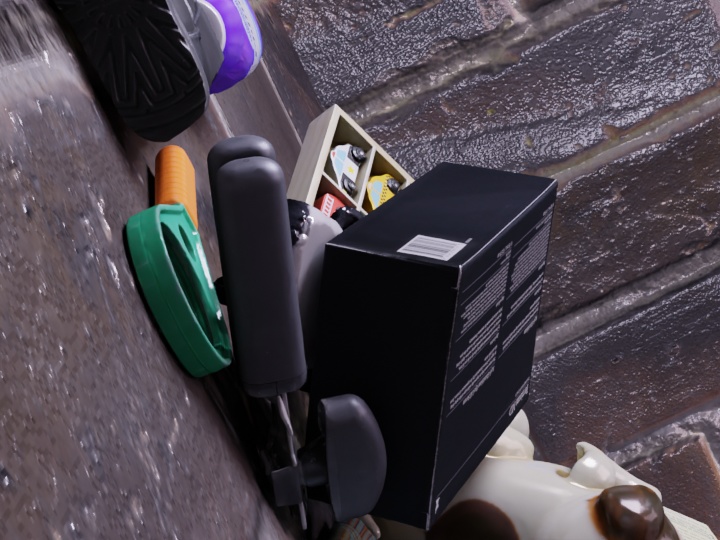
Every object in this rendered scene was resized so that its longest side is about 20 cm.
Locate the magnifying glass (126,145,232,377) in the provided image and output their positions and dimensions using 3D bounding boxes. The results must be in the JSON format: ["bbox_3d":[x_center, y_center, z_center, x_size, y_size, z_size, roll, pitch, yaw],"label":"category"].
[{"bbox_3d":[-0.089,-0.015,0.851,0.200,0.022,0.080,-109,173,-64],"label":"magnifying glass"}]

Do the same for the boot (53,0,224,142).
[{"bbox_3d":[-0.125,-0.165,0.957,0.200,0.065,0.166,-89,163,-74],"label":"boot"}]

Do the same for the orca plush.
[{"bbox_3d":[-0.042,0.011,0.933,0.071,0.106,0.200,20,-5,17],"label":"orca plush"}]

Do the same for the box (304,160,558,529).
[{"bbox_3d":[0.042,0.033,0.950,0.200,0.078,0.143,-37,133,-65],"label":"box"}]

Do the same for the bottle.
[{"bbox_3d":[-0.108,-0.162,1.180,0.200,0.065,0.084,-87,153,-82],"label":"bottle"}]

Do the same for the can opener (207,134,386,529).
[{"bbox_3d":[-0.028,0.032,0.828,0.053,0.066,0.202,-114,-163,-62],"label":"can opener"}]

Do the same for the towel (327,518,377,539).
[{"bbox_3d":[0.033,0.193,0.887,0.147,0.022,0.200,47,5,0],"label":"towel"}]

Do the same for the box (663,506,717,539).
[{"bbox_3d":[0.183,0.268,1.160,0.096,0.177,0.200,24,12,-13],"label":"box"}]

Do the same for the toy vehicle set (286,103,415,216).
[{"bbox_3d":[0.000,0.000,1.101,0.124,0.026,0.201,42,37,-24],"label":"toy vehicle set"}]

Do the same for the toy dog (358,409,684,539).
[{"bbox_3d":[0.107,0.157,1.028,0.199,0.141,0.193,16,-5,45],"label":"toy dog"}]
